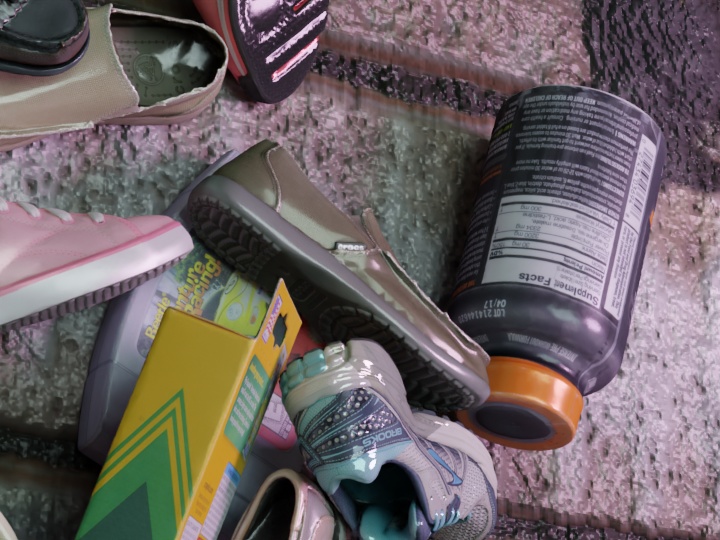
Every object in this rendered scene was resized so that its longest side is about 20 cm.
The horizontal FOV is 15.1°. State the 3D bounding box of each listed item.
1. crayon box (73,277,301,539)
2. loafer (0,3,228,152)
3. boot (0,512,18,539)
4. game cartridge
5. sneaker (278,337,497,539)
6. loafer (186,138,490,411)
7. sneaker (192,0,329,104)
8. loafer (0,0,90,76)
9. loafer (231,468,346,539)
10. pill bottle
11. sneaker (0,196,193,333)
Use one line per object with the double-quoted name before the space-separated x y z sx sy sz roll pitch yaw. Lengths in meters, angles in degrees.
"crayon box" -0.092 0.099 1.359 0.051 0.126 0.201 21 81 7
"loafer" -0.156 -0.111 1.462 0.199 0.068 0.076 -11 80 -34
"boot" -0.185 0.188 1.319 0.075 0.107 0.201 -31 93 -37
"game cartridge" -0.073 0.037 1.485 0.133 0.041 0.201 32 59 -15
"sneaker" 0.017 0.118 1.448 0.200 0.077 0.087 43 29 -51
"loafer" 0.000 0.000 1.476 0.200 0.075 0.070 41 61 -14
"sneaker" -0.083 -0.191 1.537 0.074 0.087 0.201 -35 118 -30
"loafer" -0.227 -0.172 1.405 0.199 0.063 0.072 31 58 4
"loafer" -0.067 0.195 1.384 0.063 0.072 0.201 64 43 -57
"pill bottle" 0.109 0.002 1.569 0.106 0.106 0.201 27 61 -22
"sneaker" -0.189 -0.020 1.394 0.199 0.075 0.105 -18 84 -21
